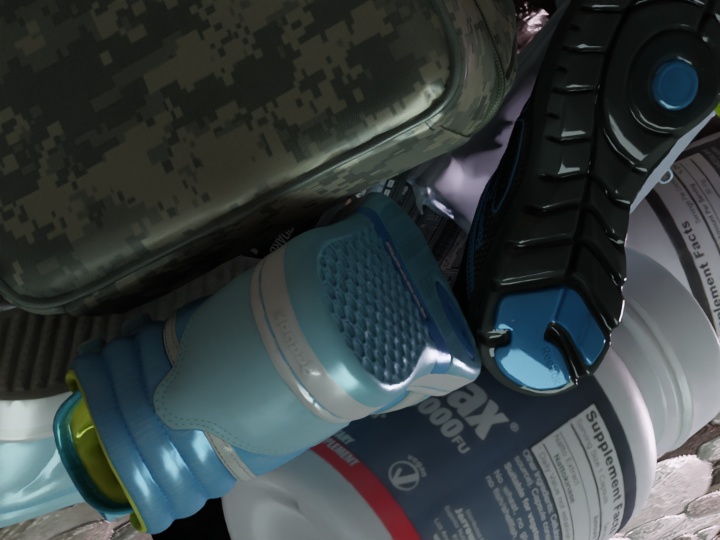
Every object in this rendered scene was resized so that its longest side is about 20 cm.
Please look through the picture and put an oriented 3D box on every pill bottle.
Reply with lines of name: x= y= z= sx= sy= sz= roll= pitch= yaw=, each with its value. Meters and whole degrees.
pill bottle: x=0.052 y=0.075 z=1.140 sx=0.200 sy=0.120 sz=0.120 roll=-33 pitch=162 yaw=-28
pill bottle: x=0.174 y=-0.007 z=1.319 sx=0.199 sy=0.117 sz=0.116 roll=-21 pitch=155 yaw=-10

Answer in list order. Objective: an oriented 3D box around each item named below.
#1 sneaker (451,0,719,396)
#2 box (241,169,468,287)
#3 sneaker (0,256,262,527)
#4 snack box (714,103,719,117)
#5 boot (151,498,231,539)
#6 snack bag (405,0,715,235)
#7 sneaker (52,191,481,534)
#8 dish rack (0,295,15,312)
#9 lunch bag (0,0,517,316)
sneaker: x=0.084 y=-0.053 z=1.065 sx=0.073 sy=0.082 sz=0.200 roll=26 pitch=89 yaw=-20
box: x=0.000 y=0.000 z=1.165 sx=0.158 sy=0.050 sz=0.200 roll=19 pitch=104 yaw=-55
sneaker: x=-0.081 y=0.049 z=1.038 sx=0.200 sy=0.074 sz=0.082 roll=-10 pitch=128 yaw=-36
snack box: x=0.254 y=-0.033 z=1.150 sx=0.053 sy=0.200 sz=0.142 roll=-42 pitch=177 yaw=-19
boot: x=-0.070 y=0.063 z=1.278 sx=0.158 sy=0.079 sz=0.211 roll=6 pitch=127 yaw=-53
snack bag: x=0.110 y=-0.081 z=1.155 sx=0.200 sy=0.021 sz=0.189 roll=-49 pitch=155 yaw=0
sneaker: x=-0.037 y=0.035 z=0.966 sx=0.130 sy=0.080 sz=0.200 roll=-28 pitch=173 yaw=15
dish rack: x=-0.206 y=0.047 z=1.082 sx=0.171 sy=0.044 sz=0.200 roll=-12 pitch=176 yaw=6
lunch bag: x=-0.046 y=-0.074 z=0.973 sx=0.200 sy=0.140 sz=0.168 roll=-28 pitch=172 yaw=15
